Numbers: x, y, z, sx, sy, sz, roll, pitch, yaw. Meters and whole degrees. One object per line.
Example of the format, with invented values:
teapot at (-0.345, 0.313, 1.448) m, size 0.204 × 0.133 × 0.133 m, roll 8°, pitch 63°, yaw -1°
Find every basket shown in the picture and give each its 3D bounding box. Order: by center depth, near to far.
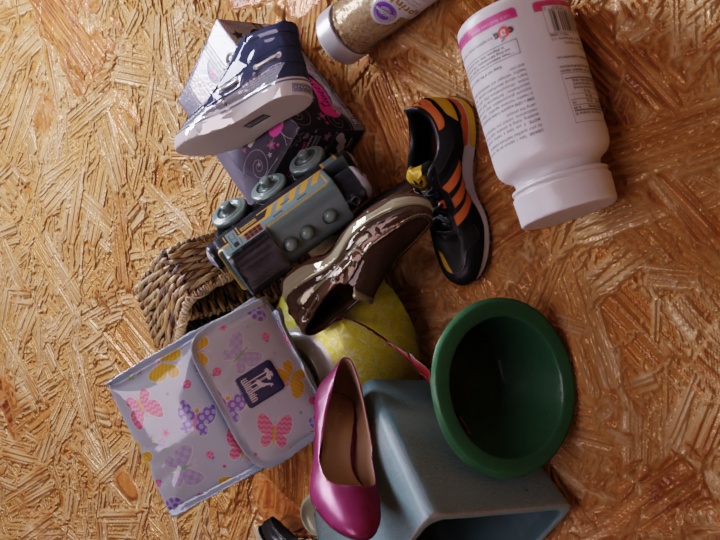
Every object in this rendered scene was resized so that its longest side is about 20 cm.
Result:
basket at (-0.150, 0.042, 1.288) m, size 0.143 × 0.198 × 0.151 m, roll -42°, pitch 65°, yaw 45°

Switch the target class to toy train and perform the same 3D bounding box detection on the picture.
toy train at (-0.078, -0.057, 1.167) m, size 0.086 × 0.199 × 0.114 m, roll 59°, pitch 174°, yaw -34°

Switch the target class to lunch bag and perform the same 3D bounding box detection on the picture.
lunch bag at (-0.149, 0.142, 1.154) m, size 0.198 × 0.127 × 0.172 m, roll -27°, pitch 89°, yaw 8°

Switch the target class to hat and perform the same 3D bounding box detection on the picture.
hat at (0.104, 0.112, 1.112) m, size 0.176 × 0.164 × 0.203 m, roll -14°, pitch 96°, yaw 65°

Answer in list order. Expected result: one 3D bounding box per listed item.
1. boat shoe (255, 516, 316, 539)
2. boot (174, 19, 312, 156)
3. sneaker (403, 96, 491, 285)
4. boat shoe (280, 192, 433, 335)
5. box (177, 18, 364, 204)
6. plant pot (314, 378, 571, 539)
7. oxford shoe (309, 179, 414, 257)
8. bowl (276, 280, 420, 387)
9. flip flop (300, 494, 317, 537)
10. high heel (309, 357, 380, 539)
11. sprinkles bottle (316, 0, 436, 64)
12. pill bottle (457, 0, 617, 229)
boat shoe at (-0.061, 0.372, 1.344) m, size 0.201 × 0.073 × 0.064 m, roll 33°, pitch 91°, yaw 45°
boot at (-0.135, -0.200, 1.187) m, size 0.198 × 0.072 × 0.092 m, roll -19°, pitch 73°, yaw 33°
sneaker at (0.081, -0.082, 1.120) m, size 0.069 × 0.089 × 0.204 m, roll -4°, pitch 92°, yaw 45°
boat shoe at (0.004, 0.001, 1.106) m, size 0.202 × 0.074 × 0.076 m, roll -38°, pitch 56°, yaw 30°
box at (-0.112, -0.190, 1.281) m, size 0.201 × 0.114 × 0.133 m, roll 53°, pitch 128°, yaw 26°
plant pot at (0.060, 0.228, 1.122) m, size 0.197 × 0.194 × 0.201 m, roll -57°, pitch 43°, yaw 33°
oxford shoe at (0.017, -0.041, 1.211) m, size 0.072 × 0.071 × 0.200 m, roll 53°, pitch 142°, yaw 2°
bowl at (-0.038, 0.095, 1.217) m, size 0.198 × 0.107 × 0.203 m, roll 22°, pitch 126°, yaw 34°
flip flop at (-0.019, 0.280, 1.291) m, size 0.199 × 0.057 × 0.082 m, roll -36°, pitch 71°, yaw 42°
high heel at (-0.014, 0.168, 1.016) m, size 0.200 × 0.066 × 0.098 m, roll -122°, pitch 42°, yaw -62°
sprinkles bottle at (0.036, -0.300, 1.152) m, size 0.199 × 0.068 × 0.069 m, roll -28°, pitch 76°, yaw 43°
pill bottle at (0.170, -0.149, 1.006) m, size 0.113 × 0.112 × 0.203 m, roll -22°, pitch 79°, yaw 44°
